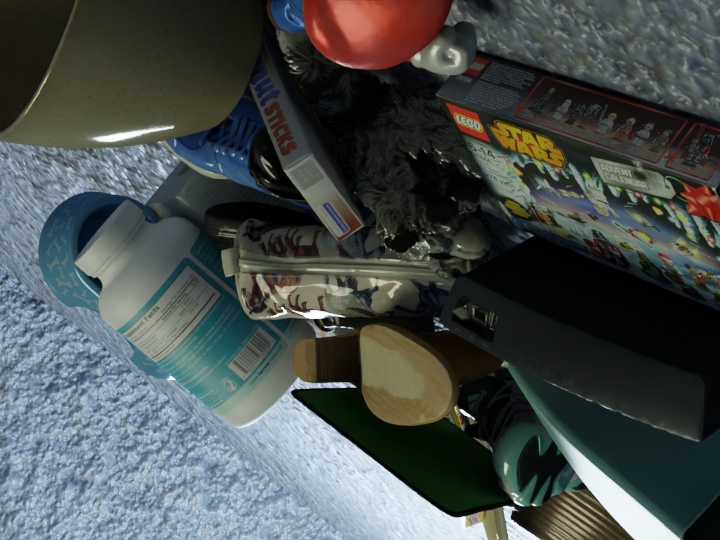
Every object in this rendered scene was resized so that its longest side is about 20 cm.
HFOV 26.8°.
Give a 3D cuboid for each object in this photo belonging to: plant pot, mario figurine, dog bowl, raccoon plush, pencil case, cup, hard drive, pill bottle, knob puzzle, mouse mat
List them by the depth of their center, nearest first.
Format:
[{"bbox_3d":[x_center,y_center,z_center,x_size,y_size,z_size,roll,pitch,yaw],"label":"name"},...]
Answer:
[{"bbox_3d":[0.001,-0.171,0.844,0.123,0.107,0.200,5,-167,-26],"label":"mario figurine"},{"bbox_3d":[0.160,0.029,0.926,0.199,0.135,0.043,24,128,40],"label":"hard drive"},{"bbox_3d":[-0.149,-0.164,0.998,0.143,0.202,0.200,16,177,-29],"label":"cup"},{"bbox_3d":[0.206,0.102,1.019,0.200,0.141,0.142,37,168,43],"label":"plant pot"},{"bbox_3d":[0.025,-0.090,1.024,0.201,0.096,0.134,63,177,3],"label":"raccoon plush"},{"bbox_3d":[0.000,0.000,1.139,0.199,0.078,0.089,1,165,14],"label":"pencil case"},{"bbox_3d":[0.048,0.135,1.165,0.161,0.008,0.200,35,-168,25],"label":"mouse mat"},{"bbox_3d":[-0.141,0.031,1.268,0.200,0.111,0.111,42,164,-12],"label":"pill bottle"},{"bbox_3d":[-0.191,0.012,1.343,0.200,0.112,0.049,44,151,-22],"label":"dog bowl"},{"bbox_3d":[0.120,0.181,1.377,0.220,0.030,0.221,168,90,-88],"label":"knob puzzle"},{"bbox_3d":[0.203,0.222,1.397,0.200,0.093,0.201,36,174,5],"label":"plant pot"}]

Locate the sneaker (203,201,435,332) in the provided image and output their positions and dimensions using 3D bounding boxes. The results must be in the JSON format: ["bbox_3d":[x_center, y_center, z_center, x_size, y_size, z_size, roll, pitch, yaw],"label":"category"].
[{"bbox_3d":[-0.032,0.006,1.242,0.198,0.105,0.060,5,-160,-7],"label":"sneaker"}]

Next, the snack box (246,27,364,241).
[{"bbox_3d":[-0.047,-0.105,1.014,0.072,0.024,0.200,51,-170,-40],"label":"snack box"}]

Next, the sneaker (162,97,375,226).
[{"bbox_3d":[-0.078,-0.100,1.167,0.199,0.077,0.111,30,170,12],"label":"sneaker"}]

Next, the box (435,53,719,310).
[{"bbox_3d":[0.149,-0.048,0.881,0.199,0.040,0.137,25,159,41],"label":"box"}]

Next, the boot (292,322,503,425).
[{"bbox_3d":[0.056,0.069,1.137,0.143,0.071,0.201,-2,-175,-34],"label":"boot"}]

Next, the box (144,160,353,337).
[{"bbox_3d":[-0.075,-0.030,1.332,0.200,0.098,0.124,43,164,-15],"label":"box"}]

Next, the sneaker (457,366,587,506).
[{"bbox_3d":[0.111,0.122,1.205,0.140,0.078,0.200,31,-175,26],"label":"sneaker"}]

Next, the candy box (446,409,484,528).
[{"bbox_3d":[0.073,0.130,1.392,0.102,0.026,0.201,86,167,-68],"label":"candy box"}]

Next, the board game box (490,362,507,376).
[{"bbox_3d":[0.163,0.081,1.255,0.199,0.026,0.200,34,165,17],"label":"board game box"}]
